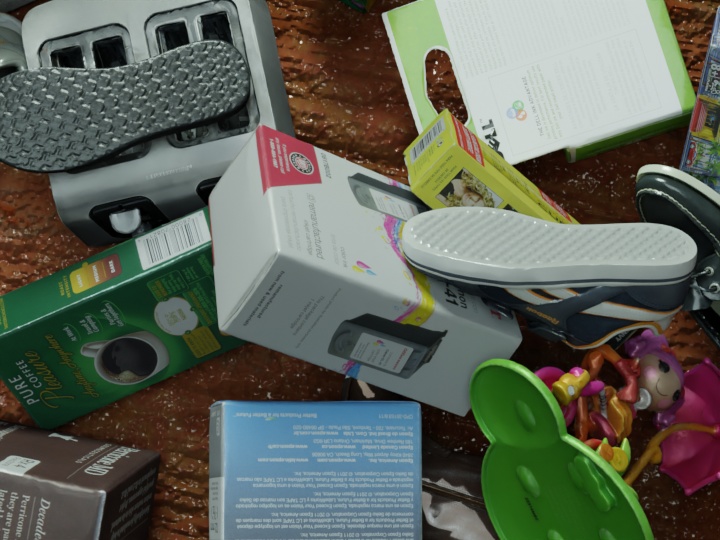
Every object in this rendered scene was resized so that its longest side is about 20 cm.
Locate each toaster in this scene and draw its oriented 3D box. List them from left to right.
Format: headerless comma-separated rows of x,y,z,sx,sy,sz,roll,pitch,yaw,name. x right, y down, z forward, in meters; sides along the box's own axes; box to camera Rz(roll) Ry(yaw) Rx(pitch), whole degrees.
-0.145,-0.131,1.435,0.180,0.119,0.200,-12,83,4,toaster

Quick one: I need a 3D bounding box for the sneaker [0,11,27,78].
-0.335,-0.121,1.456,0.200,0.092,0.076,-36,118,3,sneaker

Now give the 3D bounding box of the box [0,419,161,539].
-0.269,0.202,1.379,0.200,0.166,0.165,11,95,6,box

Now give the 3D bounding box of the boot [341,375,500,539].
0.078,0.130,1.416,0.200,0.064,0.187,13,87,5,boot

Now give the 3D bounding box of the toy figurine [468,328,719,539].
0.189,0.111,1.353,0.184,0.150,0.200,-33,101,-36,toy figurine

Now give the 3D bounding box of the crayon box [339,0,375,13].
0.026,-0.302,1.435,0.058,0.119,0.200,30,88,8,crayon box

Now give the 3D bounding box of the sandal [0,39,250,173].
-0.176,-0.111,1.358,0.200,0.048,0.075,-11,82,-8,sandal

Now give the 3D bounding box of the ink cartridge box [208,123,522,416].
0.000,0.000,1.347,0.200,0.148,0.086,19,124,-25,ink cartridge box

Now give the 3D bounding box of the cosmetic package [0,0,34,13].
-0.285,-0.297,1.442,0.200,0.165,0.165,-22,82,3,cosmetic package

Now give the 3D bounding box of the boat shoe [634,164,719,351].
0.248,0.010,1.360,0.199,0.074,0.066,50,63,-33,boat shoe

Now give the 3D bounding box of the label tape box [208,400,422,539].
-0.032,0.192,1.335,0.143,0.066,0.200,2,84,-14,label tape box

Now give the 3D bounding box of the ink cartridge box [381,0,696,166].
0.134,-0.153,1.431,0.200,0.076,0.148,-18,83,6,ink cartridge box

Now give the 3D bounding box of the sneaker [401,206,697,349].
0.125,0.009,1.310,0.200,0.078,0.080,6,125,1,sneaker

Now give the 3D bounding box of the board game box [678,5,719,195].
0.327,-0.068,1.351,0.199,0.062,0.200,13,128,8,board game box

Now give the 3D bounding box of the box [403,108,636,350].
0.120,-0.027,1.375,0.200,0.075,0.050,38,108,-17,box

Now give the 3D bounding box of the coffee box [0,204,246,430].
-0.175,0.037,1.420,0.200,0.123,0.044,-25,50,4,coffee box
